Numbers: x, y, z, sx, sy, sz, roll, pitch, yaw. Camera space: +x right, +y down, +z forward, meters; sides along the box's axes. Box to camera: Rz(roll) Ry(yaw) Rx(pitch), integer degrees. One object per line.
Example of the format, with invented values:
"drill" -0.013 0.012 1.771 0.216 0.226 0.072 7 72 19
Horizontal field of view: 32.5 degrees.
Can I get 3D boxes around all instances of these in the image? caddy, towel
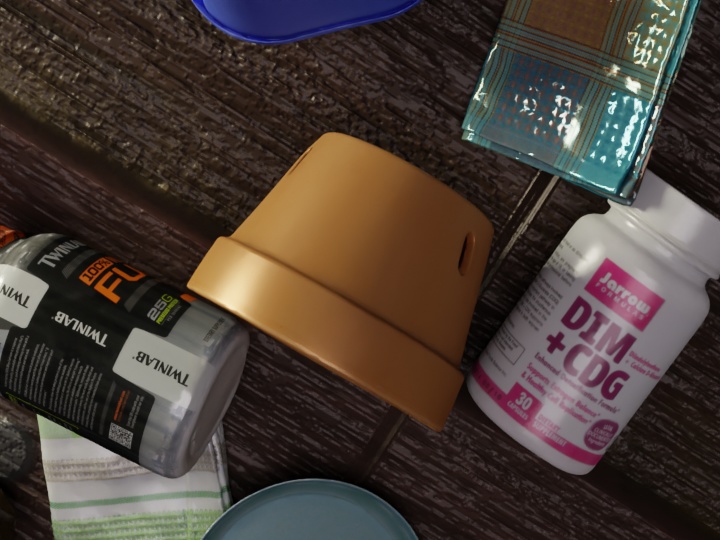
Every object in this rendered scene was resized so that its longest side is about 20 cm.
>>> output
"caddy" -0.032 -0.235 0.830 0.198 0.105 0.143 -12 78 4
"towel" -0.171 0.182 0.958 0.147 0.031 0.203 -6 102 2
"towel" 0.154 -0.162 0.837 0.146 0.022 0.202 26 104 35

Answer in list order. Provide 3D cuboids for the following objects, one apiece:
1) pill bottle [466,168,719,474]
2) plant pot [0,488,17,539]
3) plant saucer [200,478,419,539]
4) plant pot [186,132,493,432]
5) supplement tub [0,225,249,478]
"pill bottle" 0.173 0.033 0.872 0.113 0.113 0.201 33 101 -5
"plant pot" -0.368 0.225 0.900 0.200 0.200 0.199 40 92 -7
"plant saucer" -0.043 0.255 0.953 0.198 0.027 0.203 -1 97 -11
"plant pot" 0.000 0.000 0.843 0.199 0.200 0.141 29 84 -4
"supplement tub" -0.189 0.053 0.875 0.198 0.123 0.124 25 102 6
